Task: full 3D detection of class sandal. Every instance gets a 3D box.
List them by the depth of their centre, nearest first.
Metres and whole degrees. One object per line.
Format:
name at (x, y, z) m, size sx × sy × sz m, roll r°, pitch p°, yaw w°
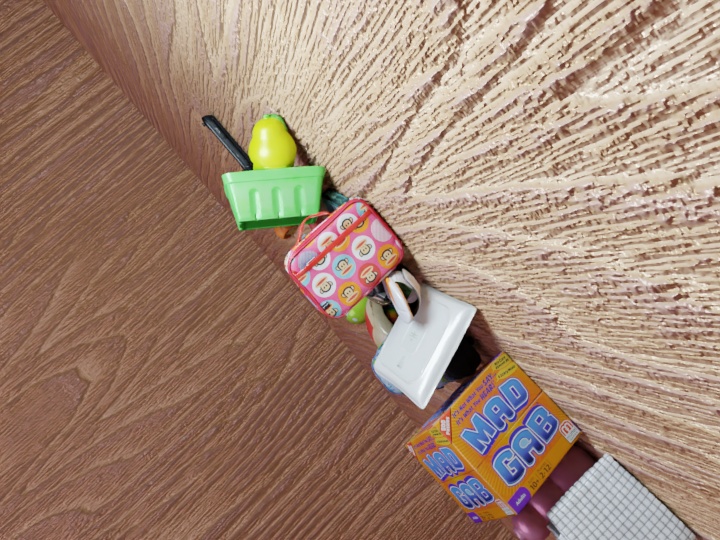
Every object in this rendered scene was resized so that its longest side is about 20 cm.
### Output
sandal at (0.079, 0.030, 1.239) m, size 0.207 × 0.059 × 0.080 m, roll -117°, pitch 6°, yaw -71°

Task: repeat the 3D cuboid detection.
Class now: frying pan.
frying pan at (0.030, 0.045, 1.436) m, size 0.190 × 0.031 × 0.115 m, roll 47°, pitch 155°, yaw -13°

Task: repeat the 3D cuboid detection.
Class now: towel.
towel at (0.436, 0.442, 1.115) m, size 0.200 × 0.166 × 0.086 m, roll 42°, pitch 174°, yaw 26°

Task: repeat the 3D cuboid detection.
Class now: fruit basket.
fruit basket at (-0.172, -0.193, 1.291) m, size 0.216 × 0.215 × 0.156 m, roll 47°, pitch 168°, yaw 0°

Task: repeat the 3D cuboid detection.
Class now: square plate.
square plate at (0.107, 0.127, 1.211) m, size 0.028 × 0.200 × 0.200 m, roll 29°, pitch 179°, yaw -28°

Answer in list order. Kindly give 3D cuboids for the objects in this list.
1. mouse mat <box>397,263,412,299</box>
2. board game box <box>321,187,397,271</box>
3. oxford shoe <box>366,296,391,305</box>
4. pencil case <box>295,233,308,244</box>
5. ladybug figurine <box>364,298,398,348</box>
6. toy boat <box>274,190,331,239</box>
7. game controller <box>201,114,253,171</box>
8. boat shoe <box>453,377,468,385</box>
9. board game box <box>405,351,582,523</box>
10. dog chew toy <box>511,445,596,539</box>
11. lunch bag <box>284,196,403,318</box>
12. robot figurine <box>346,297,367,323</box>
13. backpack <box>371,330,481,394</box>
mouse mat at (0.115, 0.051, 1.415) m, size 0.201 × 0.008 × 0.161 m, roll 51°, pitch 169°, yaw -22°
board game box at (0.002, -0.070, 1.352) m, size 0.135 × 0.028 × 0.201 m, roll 34°, pitch 160°, yaw 51°
oxford shoe at (0.000, 0.000, 1.490) m, size 0.200 × 0.070 × 0.075 m, roll 44°, pitch 177°, yaw 18°
pencil case at (-0.113, -0.018, 1.859) m, size 0.090 × 0.083 × 0.201 m, roll 30°, pitch 161°, yaw 40°
ladybug figurine at (0.065, 0.124, 1.521) m, size 0.135 × 0.072 × 0.201 m, roll 27°, pitch -155°, yaw -19°
toy boat at (-0.133, -0.120, 1.449) m, size 0.200 × 0.131 × 0.131 m, roll 37°, pitch 166°, yaw 46°
game controller at (-0.366, -0.343, 1.815) m, size 0.201 × 0.042 × 0.104 m, roll 50°, pitch 169°, yaw -9°
boat shoe at (0.182, 0.169, 1.426) m, size 0.200 × 0.071 × 0.069 m, roll 45°, pitch -165°, yaw 23°
board game box at (0.240, 0.314, 1.221) m, size 0.200 × 0.200 × 0.200 m, roll 46°, pitch 155°, yaw 9°
dog chew toy at (0.365, 0.428, 1.243) m, size 0.124 × 0.200 × 0.125 m, roll 44°, pitch 169°, yaw 11°
lunch bag at (-0.038, -0.033, 1.207) m, size 0.176 × 0.200 × 0.082 m, roll 48°, pitch 174°, yaw -10°
robot figurine at (-0.027, 0.052, 1.681) m, size 0.200 × 0.116 × 0.176 m, roll 44°, pitch 178°, yaw 14°
backpack at (0.116, 0.173, 1.340) m, size 0.164 × 0.154 × 0.199 m, roll 50°, pitch 154°, yaw -16°
